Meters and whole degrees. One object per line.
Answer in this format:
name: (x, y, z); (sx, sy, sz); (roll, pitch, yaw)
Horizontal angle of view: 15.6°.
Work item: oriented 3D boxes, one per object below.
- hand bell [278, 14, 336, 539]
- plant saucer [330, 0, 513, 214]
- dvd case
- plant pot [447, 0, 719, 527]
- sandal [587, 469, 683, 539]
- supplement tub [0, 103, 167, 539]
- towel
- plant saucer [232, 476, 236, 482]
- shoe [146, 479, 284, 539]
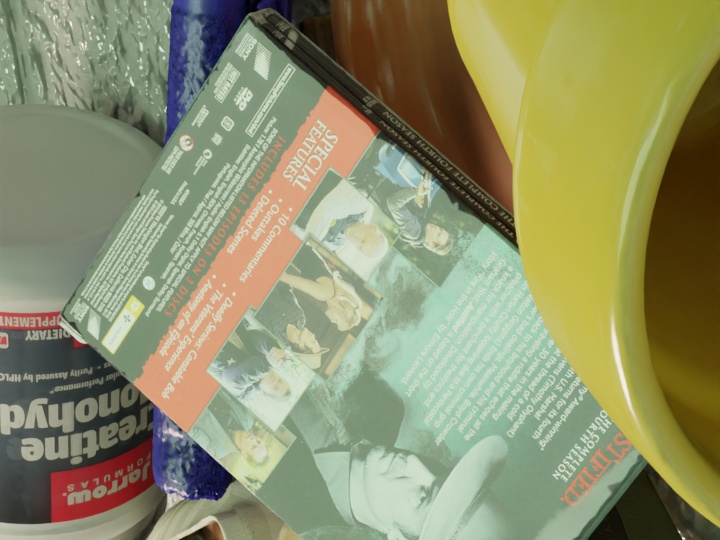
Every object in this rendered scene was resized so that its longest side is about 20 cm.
hand bell: (0.000, 0.000, 1.017); (0.104, 0.104, 0.200); (-20, 79, 60)
plant saucer: (0.061, -0.066, 0.908); (0.200, 0.037, 0.200); (36, 137, 42)
dvd case: (0.002, 0.027, 0.910); (0.200, 0.022, 0.146); (41, 118, 13)
plant pot: (0.115, -0.053, 0.692); (0.189, 0.200, 0.201); (-130, 33, -55)
sandal: (0.112, 0.124, 0.910); (0.057, 0.080, 0.201); (-48, 66, 42)
supplement tub: (-0.149, 0.039, 1.203); (0.140, 0.140, 0.200); (40, 139, 39)
towel: (-0.048, -0.024, 1.018); (0.148, 0.049, 0.200); (-84, -3, -76)
plant saucer: (-0.025, 0.079, 1.135); (0.200, 0.037, 0.201); (35, 135, 44)
shoe: (-0.069, 0.131, 1.149); (0.070, 0.053, 0.200); (63, 149, 10)
